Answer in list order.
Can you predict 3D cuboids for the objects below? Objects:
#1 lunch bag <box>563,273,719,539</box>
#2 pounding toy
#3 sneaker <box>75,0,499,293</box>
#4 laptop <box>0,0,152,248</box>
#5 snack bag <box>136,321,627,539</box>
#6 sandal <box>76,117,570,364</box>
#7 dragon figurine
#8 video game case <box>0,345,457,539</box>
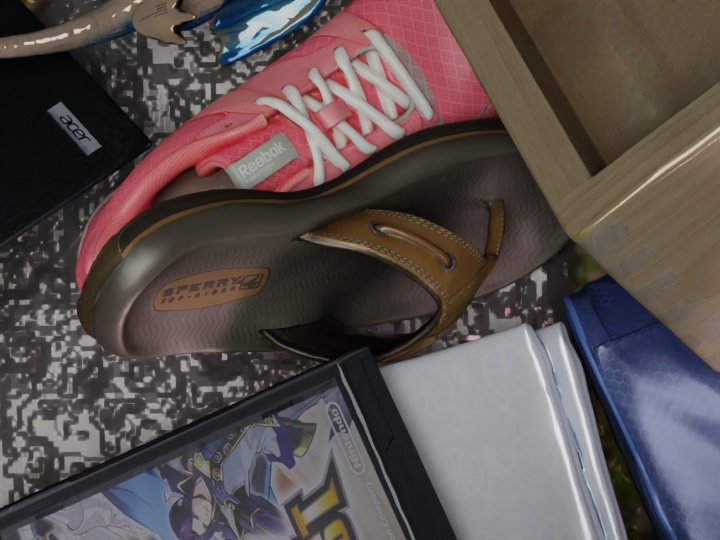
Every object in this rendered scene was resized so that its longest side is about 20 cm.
[{"bbox_3d":[0.164,0.073,1.002,0.132,0.136,0.201,-24,85,2],"label":"lunch bag"},{"bbox_3d":[0.151,-0.081,0.926,0.200,0.142,0.184,-37,50,13],"label":"pounding toy"},{"bbox_3d":[-0.018,-0.041,1.051,0.200,0.087,0.074,-38,89,6],"label":"sneaker"},{"bbox_3d":[-0.205,-0.023,1.083,0.177,0.103,0.200,46,122,23],"label":"laptop"},{"bbox_3d":[0.019,0.134,1.044,0.188,0.021,0.201,-17,88,34],"label":"snack bag"},{"bbox_3d":[0.000,0.000,1.020,0.055,0.199,0.082,50,136,36],"label":"sandal"},{"bbox_3d":[-0.045,-0.111,1.052,0.200,0.099,0.059,-32,82,12],"label":"dragon figurine"},{"bbox_3d":[-0.028,0.149,1.048,0.180,0.025,0.201,-25,89,35],"label":"video game case"}]
